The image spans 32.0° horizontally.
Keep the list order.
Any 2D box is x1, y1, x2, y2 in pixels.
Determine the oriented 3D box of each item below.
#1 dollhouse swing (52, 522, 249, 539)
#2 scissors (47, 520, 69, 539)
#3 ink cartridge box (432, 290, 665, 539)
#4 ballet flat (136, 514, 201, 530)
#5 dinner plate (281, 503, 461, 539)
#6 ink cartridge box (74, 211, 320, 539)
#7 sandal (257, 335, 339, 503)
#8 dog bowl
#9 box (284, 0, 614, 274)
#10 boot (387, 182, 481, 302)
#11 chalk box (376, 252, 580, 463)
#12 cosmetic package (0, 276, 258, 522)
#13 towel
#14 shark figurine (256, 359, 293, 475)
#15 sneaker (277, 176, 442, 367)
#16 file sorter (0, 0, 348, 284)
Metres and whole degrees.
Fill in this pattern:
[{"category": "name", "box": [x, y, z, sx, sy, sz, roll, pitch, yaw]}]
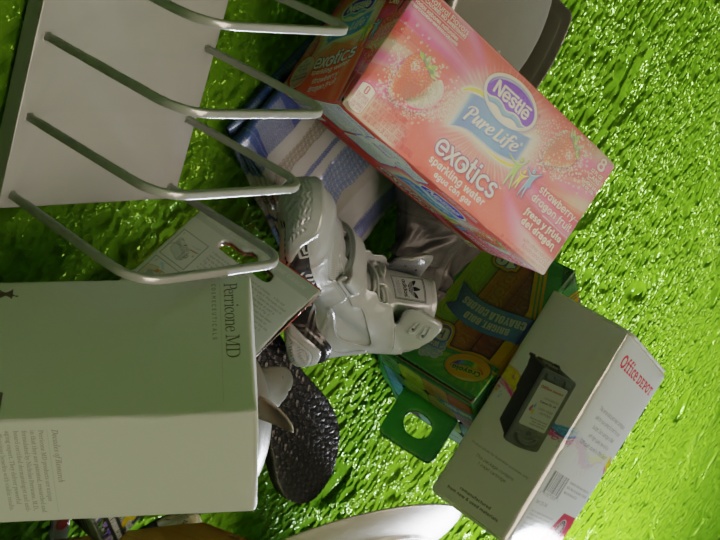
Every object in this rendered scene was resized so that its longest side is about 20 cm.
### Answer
[{"category": "dollhouse swing", "box": [-0.139, 0.263, 0.787, 0.200, 0.180, 0.178, 14, 90, -62]}, {"category": "scissors", "box": [-0.202, 0.163, 0.873, 0.073, 0.014, 0.201, -35, 140, -38]}, {"category": "ink cartridge box", "box": [0.166, 0.138, 1.085, 0.201, 0.085, 0.148, -58, 149, -4]}, {"category": "ballet flat", "box": [-0.185, 0.252, 0.907, 0.200, 0.057, 0.067, -45, 149, -5]}, {"category": "dinner plate", "box": [-0.003, 0.249, 1.112, 0.198, 0.024, 0.201, -14, 156, -6]}, {"category": "ink cartridge box", "box": [-0.127, 0.062, 0.788, 0.200, 0.109, 0.051, -45, 156, -24]}, {"category": "sandal", "box": [-0.069, 0.106, 1.001, 0.075, 0.048, 0.201, -43, 133, -24]}, {"category": "dog bowl", "box": [0.091, -0.202, 0.954, 0.200, 0.058, 0.201, -35, 141, -34]}, {"category": "box", "box": [0.060, -0.096, 0.843, 0.200, 0.102, 0.095, 37, 85, -28]}, {"category": "boot", "box": [0.040, -0.027, 0.976, 0.132, 0.070, 0.200, -55, 143, -3]}, {"category": "chalk box", "box": [0.095, 0.078, 1.133, 0.200, 0.124, 0.124, -50, 148, -19]}, {"category": "cosmetic package", "box": [-0.154, 0.068, 0.674, 0.198, 0.113, 0.082, -4, 130, -7]}, {"category": "towel", "box": [-0.020, -0.085, 0.924, 0.147, 0.024, 0.201, -50, 148, -18]}, {"category": "shark figurine", "box": [-0.084, 0.110, 0.903, 0.089, 0.127, 0.216, -39, 146, -47]}, {"category": "sneaker", "box": [0.000, 0.000, 0.890, 0.114, 0.076, 0.201, -4, 147, -4]}, {"category": "file sorter", "box": [-0.096, -0.110, 0.695, 0.138, 0.124, 0.202, -9, 122, -53]}]
